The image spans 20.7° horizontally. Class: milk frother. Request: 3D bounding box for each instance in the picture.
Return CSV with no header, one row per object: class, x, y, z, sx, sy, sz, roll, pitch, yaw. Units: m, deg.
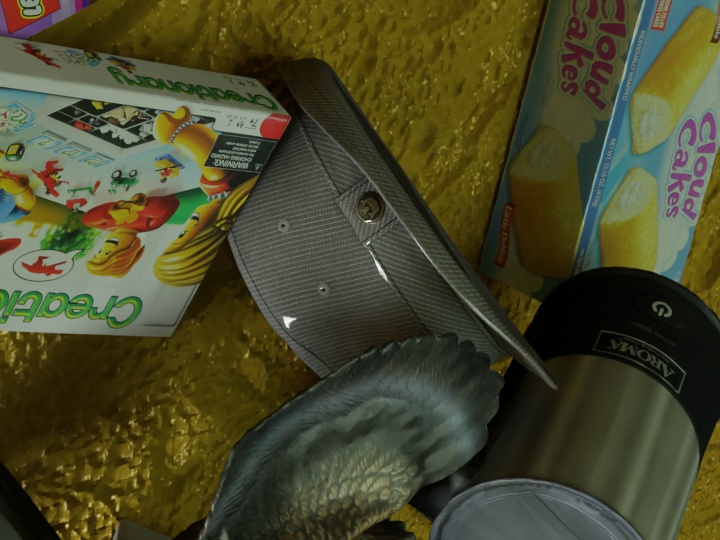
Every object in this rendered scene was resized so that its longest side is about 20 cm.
milk frother,0.088,0.124,1.039,0.188,0.179,0.202,-56,154,-51

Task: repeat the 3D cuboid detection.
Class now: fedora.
fedora,0.000,0.000,0.934,0.090,0.201,0.177,-36,-179,4

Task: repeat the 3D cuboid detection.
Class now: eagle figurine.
eagle figurine,-0.031,0.123,0.846,0.201,0.150,0.152,-65,146,-42

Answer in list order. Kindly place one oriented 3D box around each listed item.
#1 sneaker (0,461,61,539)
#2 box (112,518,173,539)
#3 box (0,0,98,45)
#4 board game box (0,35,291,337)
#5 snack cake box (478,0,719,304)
sneaker,-0.156,0.182,0.861,0.114,0.200,0.076,-39,179,2
box,-0.048,0.222,0.957,0.198,0.097,0.125,22,92,-7
box,-0.122,-0.207,0.787,0.136,0.039,0.201,-33,131,-30
board game box,-0.135,-0.033,0.835,0.199,0.035,0.127,4,125,-46
snack cake box,0.149,-0.083,1.118,0.114,0.067,0.202,-2,111,-45
